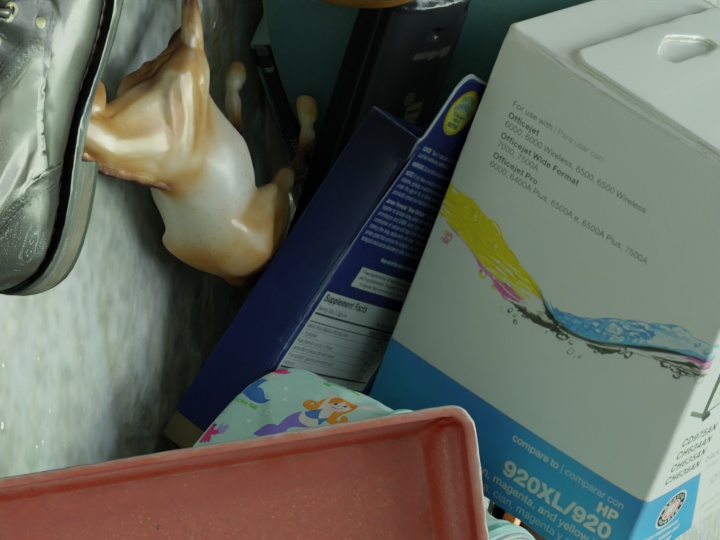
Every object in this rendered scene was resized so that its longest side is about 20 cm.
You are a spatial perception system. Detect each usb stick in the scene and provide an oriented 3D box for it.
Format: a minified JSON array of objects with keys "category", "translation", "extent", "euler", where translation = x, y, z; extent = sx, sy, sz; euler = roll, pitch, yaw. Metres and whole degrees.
[{"category":"usb stick","translation":[0.003,-0.051,1.224],"extent":[0.055,0.033,0.201],"euler":[-10,133,-35]}]

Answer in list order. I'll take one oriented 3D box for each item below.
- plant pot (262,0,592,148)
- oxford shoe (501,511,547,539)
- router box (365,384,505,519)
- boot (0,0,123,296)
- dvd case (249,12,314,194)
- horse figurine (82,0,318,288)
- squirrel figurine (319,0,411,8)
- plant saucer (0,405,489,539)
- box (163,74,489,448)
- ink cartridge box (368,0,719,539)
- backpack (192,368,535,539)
[{"category":"plant pot","translation":[0.052,-0.150,1.283],"extent":[0.200,0.134,0.202],"euler":[-2,90,-68]},{"category":"oxford shoe","translation":[0.102,0.177,1.401],"extent":[0.071,0.072,0.201],"euler":[58,44,-63]},{"category":"router box","translation":[0.048,0.058,1.395],"extent":[0.200,0.052,0.158],"euler":[75,26,-53]},{"category":"boot","translation":[-0.145,-0.066,0.911],"extent":[0.174,0.069,0.202],"euler":[-14,105,-69]},{"category":"dvd case","translation":[0.000,-0.079,1.358],"extent":[0.146,0.022,0.201],"euler":[-70,152,-43]},{"category":"horse figurine","translation":[-0.066,-0.055,1.145],"extent":[0.200,0.050,0.133],"euler":[63,32,-49]},{"category":"squirrel figurine","translation":[0.012,-0.211,1.111],"extent":[0.188,0.199,0.141],"euler":[65,14,5]},{"category":"plant saucer","translation":[-0.046,0.153,1.028],"extent":[0.037,0.198,0.201],"euler":[-112,-166,-72]},{"category":"box","translation":[0.000,0.000,1.197],"extent":[0.201,0.032,0.121],"euler":[-55,160,6]},{"category":"ink cartridge box","translation":[0.123,-0.002,1.203],"extent":[0.147,0.144,0.201],"euler":[-23,140,-52]},{"category":"backpack","translation":[-0.009,0.147,1.145],"extent":[0.178,0.150,0.200],"euler":[-54,139,-22]}]
